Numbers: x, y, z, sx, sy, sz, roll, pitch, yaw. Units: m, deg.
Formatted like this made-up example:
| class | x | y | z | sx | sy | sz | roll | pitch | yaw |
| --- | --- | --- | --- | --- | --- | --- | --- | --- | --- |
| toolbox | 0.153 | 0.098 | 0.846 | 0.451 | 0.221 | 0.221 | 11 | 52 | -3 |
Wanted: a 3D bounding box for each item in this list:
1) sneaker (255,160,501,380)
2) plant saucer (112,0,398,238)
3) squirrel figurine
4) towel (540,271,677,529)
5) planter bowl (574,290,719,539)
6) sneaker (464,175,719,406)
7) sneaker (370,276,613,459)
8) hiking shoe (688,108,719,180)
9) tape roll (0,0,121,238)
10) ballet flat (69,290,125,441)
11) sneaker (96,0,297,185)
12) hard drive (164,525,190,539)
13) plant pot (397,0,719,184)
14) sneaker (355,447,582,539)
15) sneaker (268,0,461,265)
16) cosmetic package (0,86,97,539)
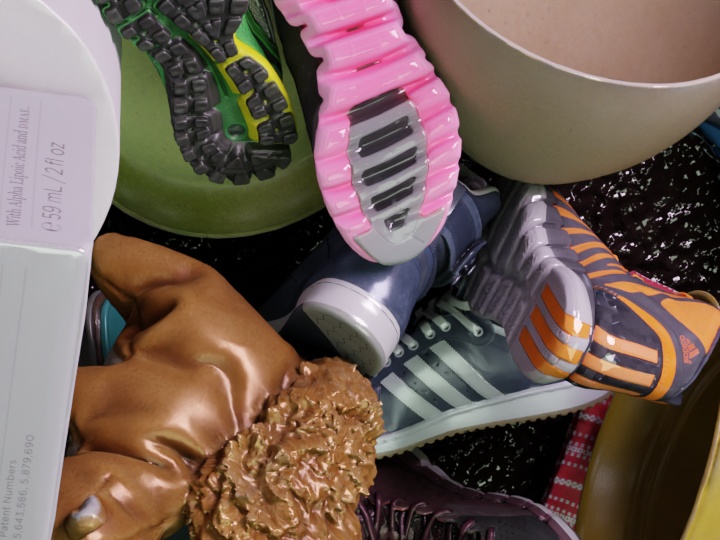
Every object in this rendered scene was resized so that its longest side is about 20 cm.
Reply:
| class | x | y | z | sx | sy | sz | roll | pitch | yaw |
| --- | --- | --- | --- | --- | --- | --- | --- | --- | --- |
| sneaker | 0.002 | 0.001 | 1.524 | 0.077 | 0.202 | 0.146 | 36 | 66 | -10 |
| plant saucer | -0.068 | -0.113 | 1.493 | 0.200 | 0.031 | 0.200 | -7 | 119 | -13 |
| squirrel figurine | -0.090 | 0.105 | 1.400 | 0.200 | 0.187 | 0.142 | 17 | 127 | 13 |
| towel | 0.179 | 0.119 | 1.619 | 0.022 | 0.145 | 0.200 | -9 | 122 | -57 |
| planter bowl | 0.192 | 0.118 | 1.526 | 0.083 | 0.200 | 0.201 | 17 | 112 | -12 |
| sneaker | 0.126 | 0.017 | 1.481 | 0.112 | 0.200 | 0.078 | 19 | 115 | -20 |
| sneaker | 0.040 | 0.039 | 1.589 | 0.200 | 0.070 | 0.109 | -12 | 112 | -2 |
| hiking shoe | 0.235 | -0.048 | 1.596 | 0.200 | 0.074 | 0.087 | 33 | 104 | -29 |
| tape roll | -0.218 | -0.088 | 1.379 | 0.202 | 0.139 | 0.203 | -1 | 117 | -3 |
| ballet flat | -0.131 | 0.100 | 1.576 | 0.064 | 0.067 | 0.200 | -10 | 123 | 24 |
| sneaker | -0.089 | -0.139 | 1.404 | 0.078 | 0.085 | 0.200 | -15 | 131 | 2 |
| hard drive | -0.092 | 0.190 | 1.578 | 0.139 | 0.033 | 0.200 | 18 | 138 | 10 |
| plant pot | 0.103 | -0.123 | 1.462 | 0.200 | 0.200 | 0.135 | 2 | 139 | -18 |
| sneaker | 0.028 | 0.156 | 1.559 | 0.115 | 0.200 | 0.076 | -6 | 110 | -42 |
| sneaker | -0.006 | -0.101 | 1.423 | 0.079 | 0.095 | 0.200 | -15 | 93 | -12 |
| cosmetic package | -0.228 | 0.014 | 1.261 | 0.200 | 0.165 | 0.165 | 7 | 116 | -9 |
